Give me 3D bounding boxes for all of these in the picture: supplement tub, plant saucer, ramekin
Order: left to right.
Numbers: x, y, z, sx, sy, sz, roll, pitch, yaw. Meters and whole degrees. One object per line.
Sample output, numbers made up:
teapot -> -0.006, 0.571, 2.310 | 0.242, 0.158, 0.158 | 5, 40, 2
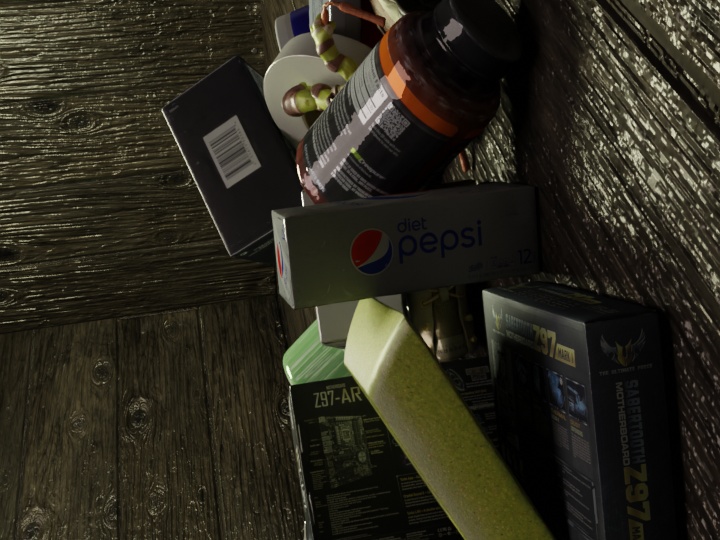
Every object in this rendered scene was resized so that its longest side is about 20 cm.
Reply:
ramekin -> -0.005, 0.142, 1.084 | 0.201, 0.097, 0.200 | 50, -177, -4
supplement tub -> 0.039, -0.126, 0.705 | 0.200, 0.105, 0.109 | -43, 48, 40
plant saucer -> 0.052, 0.118, 0.638 | 0.202, 0.047, 0.200 | 57, 175, -6

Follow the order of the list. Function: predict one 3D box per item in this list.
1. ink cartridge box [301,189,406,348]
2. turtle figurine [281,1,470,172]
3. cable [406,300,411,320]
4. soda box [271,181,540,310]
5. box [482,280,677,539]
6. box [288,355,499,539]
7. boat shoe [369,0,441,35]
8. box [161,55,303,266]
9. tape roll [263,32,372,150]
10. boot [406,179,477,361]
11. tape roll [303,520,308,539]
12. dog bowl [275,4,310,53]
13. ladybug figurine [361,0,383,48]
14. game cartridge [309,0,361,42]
ink cartridge box -> 0.000, 0.000, 0.898 | 0.200, 0.082, 0.149 | 55, -153, -83
turtle figurine -> 0.001, -0.144, 0.828 | 0.200, 0.065, 0.160 | 43, 153, -23
cable -> 0.083, 0.052, 0.982 | 0.098, 0.049, 0.202 | 102, 151, -47
soda box -> 0.034, -0.023, 0.679 | 0.063, 0.195, 0.070 | -151, 53, -73
box -> 0.138, 0.096, 0.594 | 0.200, 0.050, 0.162 | -160, 62, -80
box -> 0.044, 0.167, 0.774 | 0.044, 0.195, 0.163 | 101, 159, -60
boat shoe -> 0.045, -0.239, 0.846 | 0.202, 0.074, 0.075 | -108, 11, -52
box -> -0.116, -0.120, 1.095 | 0.203, 0.122, 0.198 | 63, -167, 12
tape roll -> -0.010, -0.159, 0.937 | 0.037, 0.200, 0.204 | -58, -8, -25
boot -> 0.076, 0.005, 0.837 | 0.200, 0.071, 0.159 | 135, 128, -81
tape roll -> 0.045, 0.274, 0.857 | 0.140, 0.198, 0.206 | 98, 162, -56
dog bowl -> -0.036, -0.238, 1.142 | 0.200, 0.077, 0.204 | -20, -89, -82
ladybug figurine -> 0.014, -0.293, 0.996 | 0.136, 0.070, 0.205 | -124, 28, -71
game cartridge -> -0.028, -0.280, 0.930 | 0.202, 0.039, 0.136 | 94, 169, -57
